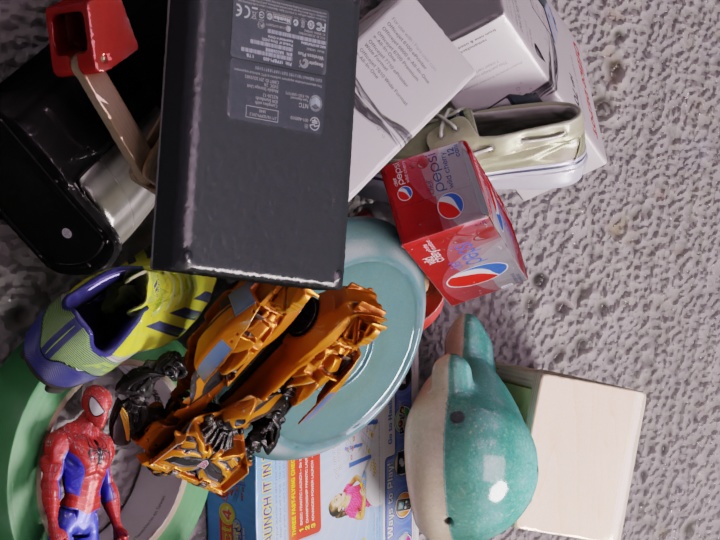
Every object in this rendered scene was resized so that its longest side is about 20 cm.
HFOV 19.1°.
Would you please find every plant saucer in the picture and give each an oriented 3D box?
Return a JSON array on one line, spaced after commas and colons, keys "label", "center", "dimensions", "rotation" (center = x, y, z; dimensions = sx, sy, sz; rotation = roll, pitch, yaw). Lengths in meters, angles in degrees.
[{"label": "plant saucer", "center": [-0.021, 0.057, 1.585], "dimensions": [0.199, 0.027, 0.202], "rotation": [-25, 131, -32]}]

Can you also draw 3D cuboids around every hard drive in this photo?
[{"label": "hard drive", "center": [-0.063, -0.093, 1.347], "dimensions": [0.139, 0.033, 0.202], "rotation": [8, 84, -41]}]

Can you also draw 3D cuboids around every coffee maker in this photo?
[{"label": "coffee maker", "center": [-0.170, -0.130, 1.417], "dimensions": [0.200, 0.134, 0.193], "rotation": [-50, 131, -31]}]

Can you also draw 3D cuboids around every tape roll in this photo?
[{"label": "tape roll", "center": [-0.188, 0.133, 1.519], "dimensions": [0.200, 0.048, 0.202], "rotation": [-14, 109, -48]}]

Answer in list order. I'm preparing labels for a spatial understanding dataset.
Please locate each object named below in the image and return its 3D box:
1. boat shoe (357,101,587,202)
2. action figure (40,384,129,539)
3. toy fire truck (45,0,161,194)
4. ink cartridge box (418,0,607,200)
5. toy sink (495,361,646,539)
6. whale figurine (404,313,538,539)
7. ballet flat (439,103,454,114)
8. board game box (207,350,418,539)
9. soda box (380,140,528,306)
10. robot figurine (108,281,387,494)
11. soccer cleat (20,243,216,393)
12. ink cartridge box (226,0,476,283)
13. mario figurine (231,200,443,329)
[{"label": "boat shoe", "center": [0.079, -0.098, 1.665], "dimensions": [0.198, 0.072, 0.062], "rotation": [-6, 124, -7]}, {"label": "action figure", "center": [-0.192, 0.178, 1.453], "dimensions": [0.065, 0.051, 0.202], "rotation": [6, 91, -45]}, {"label": "toy fire truck", "center": [-0.109, -0.093, 1.362], "dimensions": [0.141, 0.049, 0.202], "rotation": [-28, 108, -38]}, {"label": "ink cartridge box", "center": [0.113, -0.177, 1.732], "dimensions": [0.200, 0.085, 0.147], "rotation": [46, 26, -43]}, {"label": "toy sink", "center": [0.143, 0.149, 1.847], "dimensions": [0.111, 0.200, 0.132], "rotation": [11, 90, -21]}, {"label": "whale figurine", "center": [0.096, 0.127, 1.731], "dimensions": [0.201, 0.103, 0.160], "rotation": [-76, 161, -47]}, {"label": "ballet flat", "center": [0.029, -0.146, 1.698], "dimensions": [0.200, 0.072, 0.073], "rotation": [29, 76, -49]}, {"label": "board game box", "center": [-0.035, 0.166, 1.701], "dimensions": [0.195, 0.056, 0.202], "rotation": [-14, 108, -47]}, {"label": "soda box", "center": [0.072, -0.033, 1.600], "dimensions": [0.200, 0.069, 0.064], "rotation": [49, 25, -71]}, {"label": "robot figurine", "center": [-0.081, 0.077, 1.478], "dimensions": [0.144, 0.058, 0.200], "rotation": [26, 114, -40]}, {"label": "soccer cleat", "center": [-0.148, 0.019, 1.453], "dimensions": [0.065, 0.084, 0.200], "rotation": [50, 39, 3]}, {"label": "ink cartridge box", "center": [-0.031, -0.095, 1.540], "dimensions": [0.084, 0.145, 0.200], "rotation": [48, 66, -8]}, {"label": "mario figurine", "center": [0.000, 0.000, 1.663], "dimensions": [0.199, 0.106, 0.124], "rotation": [17, 107, -45]}]
